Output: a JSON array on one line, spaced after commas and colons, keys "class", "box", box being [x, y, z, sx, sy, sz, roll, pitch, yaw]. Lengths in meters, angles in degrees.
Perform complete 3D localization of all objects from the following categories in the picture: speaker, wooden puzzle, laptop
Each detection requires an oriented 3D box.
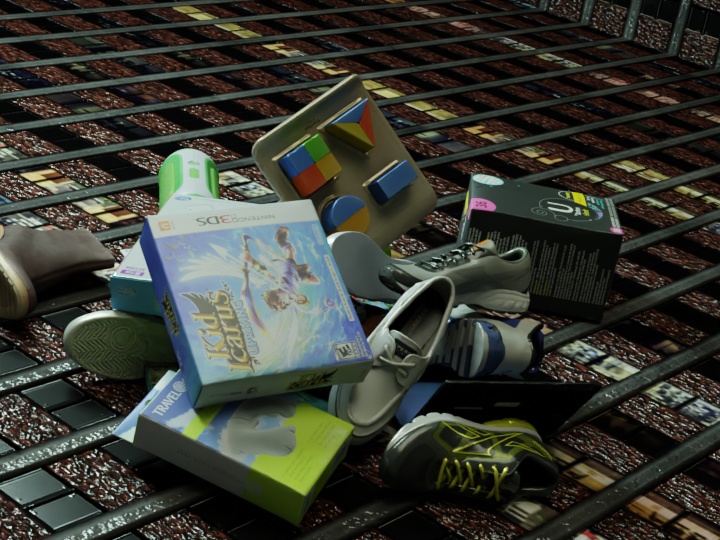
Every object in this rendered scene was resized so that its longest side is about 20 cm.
[{"class": "speaker", "box": [-0.223, -0.093, 1.947, 0.088, 0.089, 0.200, 7, 23, -10]}, {"class": "wooden puzzle", "box": [-0.010, -0.115, 1.809, 0.185, 0.201, 0.046, -38, 12, -28]}, {"class": "laptop", "box": [0.127, 0.120, 1.581, 0.176, 0.200, 0.104, 2, 60, -20]}]

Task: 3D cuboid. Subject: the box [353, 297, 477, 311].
[{"class": "box", "box": [0.033, 0.040, 1.819, 0.199, 0.035, 0.110, -5, 28, -35]}]

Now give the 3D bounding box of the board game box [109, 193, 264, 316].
[{"class": "board game box", "box": [-0.162, -0.014, 1.596, 0.152, 0.041, 0.200, 8, 30, 11]}]

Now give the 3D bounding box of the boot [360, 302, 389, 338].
[{"class": "boot", "box": [-0.053, 0.083, 1.623, 0.187, 0.069, 0.200, 17, 18, -1]}]

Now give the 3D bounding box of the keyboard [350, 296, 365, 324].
[{"class": "keyboard", "box": [-0.082, 0.037, 1.586, 0.199, 0.040, 0.104, -5, 26, -30]}]

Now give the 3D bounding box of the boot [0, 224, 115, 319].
[{"class": "boot", "box": [-0.356, -0.007, 1.698, 0.166, 0.073, 0.200, -6, 24, -31]}]

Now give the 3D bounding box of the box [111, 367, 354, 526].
[{"class": "box", "box": [-0.120, 0.152, 1.416, 0.199, 0.048, 0.122, 24, 35, 11]}]

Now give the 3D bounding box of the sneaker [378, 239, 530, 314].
[{"class": "sneaker", "box": [0.106, 0.002, 1.658, 0.199, 0.080, 0.074, 3, 13, -33]}]

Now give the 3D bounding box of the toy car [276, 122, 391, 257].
[{"class": "toy car", "box": [-0.048, -0.096, 1.888, 0.164, 0.201, 0.157, -11, 31, -43]}]

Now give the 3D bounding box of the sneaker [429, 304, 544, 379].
[{"class": "sneaker", "box": [0.143, 0.085, 1.697, 0.115, 0.081, 0.199, 10, 7, -22]}]

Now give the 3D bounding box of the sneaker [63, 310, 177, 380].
[{"class": "sneaker", "box": [-0.229, 0.069, 1.592, 0.199, 0.075, 0.084, 4, 16, -32]}]

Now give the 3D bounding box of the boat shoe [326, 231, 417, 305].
[{"class": "boat shoe", "box": [0.000, 0.000, 1.686, 0.066, 0.070, 0.200, 0, -8, 33]}]

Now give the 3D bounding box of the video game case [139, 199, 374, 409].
[{"class": "video game case", "box": [-0.103, 0.027, 1.461, 0.180, 0.046, 0.201, -8, 58, -25]}]

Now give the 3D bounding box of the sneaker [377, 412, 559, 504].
[{"class": "sneaker", "box": [0.112, 0.187, 1.454, 0.199, 0.075, 0.085, -3, 27, -31]}]

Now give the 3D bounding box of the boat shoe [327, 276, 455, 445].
[{"class": "boat shoe", "box": [0.037, 0.086, 1.503, 0.072, 0.066, 0.200, 40, 61, 0]}]

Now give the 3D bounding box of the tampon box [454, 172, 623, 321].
[{"class": "tampon box", "box": [0.230, -0.034, 1.966, 0.199, 0.127, 0.150, 11, 22, -1]}]

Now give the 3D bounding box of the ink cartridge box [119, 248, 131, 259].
[{"class": "ink cartridge box", "box": [-0.169, -0.005, 1.728, 0.197, 0.044, 0.200, -7, 11, -15]}]

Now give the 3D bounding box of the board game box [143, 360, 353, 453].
[{"class": "board game box", "box": [-0.116, 0.138, 1.524, 0.199, 0.028, 0.135, 4, 24, -18]}]
